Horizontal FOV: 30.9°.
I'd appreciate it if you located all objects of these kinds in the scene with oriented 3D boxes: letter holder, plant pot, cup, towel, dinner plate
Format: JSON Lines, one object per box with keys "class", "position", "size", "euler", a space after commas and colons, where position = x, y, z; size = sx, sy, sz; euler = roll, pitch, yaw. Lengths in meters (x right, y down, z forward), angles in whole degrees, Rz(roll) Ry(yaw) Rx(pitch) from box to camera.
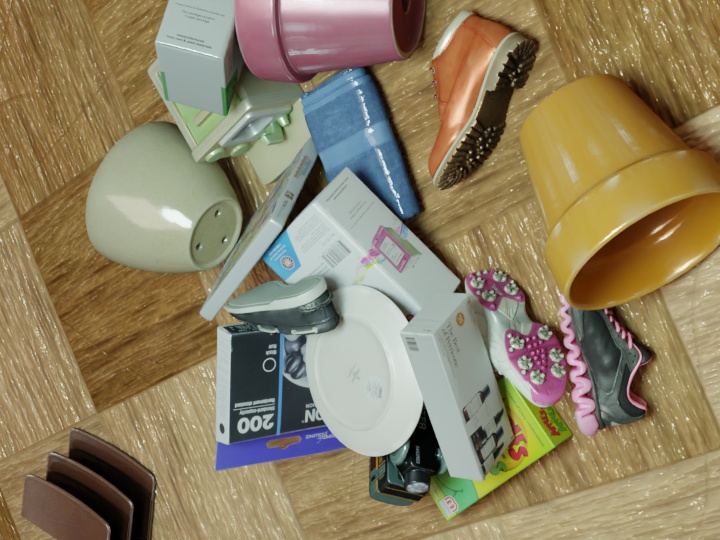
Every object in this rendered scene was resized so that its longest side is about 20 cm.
{"class": "letter holder", "position": [-0.425, 0.350, 2.040], "size": [0.199, 0.100, 0.144], "euler": [23, 114, 32]}
{"class": "plant pot", "position": [-0.026, -0.313, 1.498], "size": [0.177, 0.200, 0.203], "euler": [7, 107, 20]}
{"class": "cup", "position": [-0.239, -0.076, 1.708], "size": [0.142, 0.199, 0.202], "euler": [28, 118, 31]}
{"class": "towel", "position": [0.002, -0.144, 1.602], "size": [0.111, 0.048, 0.202], "euler": [-21, 88, 40]}
{"class": "plant pot", "position": [0.258, -0.091, 1.337], "size": [0.200, 0.199, 0.185], "euler": [-47, 57, 36]}
{"class": "dinner plate", "position": [-0.003, 0.119, 1.520], "size": [0.199, 0.024, 0.203], "euler": [10, 104, 44]}

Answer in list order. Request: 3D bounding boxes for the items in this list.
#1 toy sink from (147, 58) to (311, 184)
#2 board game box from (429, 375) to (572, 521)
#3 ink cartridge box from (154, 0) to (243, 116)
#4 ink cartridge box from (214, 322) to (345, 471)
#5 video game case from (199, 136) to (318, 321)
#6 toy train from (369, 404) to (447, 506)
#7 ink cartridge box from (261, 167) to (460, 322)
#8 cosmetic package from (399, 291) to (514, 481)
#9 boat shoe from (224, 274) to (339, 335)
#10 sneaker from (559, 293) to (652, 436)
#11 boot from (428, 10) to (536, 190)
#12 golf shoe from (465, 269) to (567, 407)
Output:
{"class": "toy sink", "position": [-0.163, -0.216, 1.670], "size": [0.130, 0.112, 0.201], "euler": [-37, 79, 38]}
{"class": "board game box", "position": [0.151, 0.211, 1.580], "size": [0.200, 0.047, 0.102], "euler": [-43, 75, 37]}
{"class": "ink cartridge box", "position": [-0.170, -0.309, 1.535], "size": [0.083, 0.146, 0.202], "euler": [14, 70, 2]}
{"class": "ink cartridge box", "position": [-0.089, 0.158, 1.664], "size": [0.043, 0.196, 0.203], "euler": [32, 123, 55]}
{"class": "video game case", "position": [-0.125, -0.054, 1.642], "size": [0.023, 0.183, 0.200], "euler": [33, 131, -10]}
{"class": "toy train", "position": [0.054, 0.187, 1.583], "size": [0.114, 0.084, 0.202], "euler": [-50, 33, 46]}
{"class": "ink cartridge box", "position": [0.000, 0.000, 1.568], "size": [0.200, 0.085, 0.144], "euler": [46, 139, -4]}
{"class": "cosmetic package", "position": [0.112, 0.131, 1.465], "size": [0.050, 0.083, 0.202], "euler": [1, 123, 37]}
{"class": "boat shoe", "position": [-0.096, 0.051, 1.559], "size": [0.199, 0.075, 0.061], "euler": [-3, 118, 59]}
{"class": "sneaker", "position": [0.273, 0.081, 1.446], "size": [0.094, 0.079, 0.203], "euler": [-8, 98, 17]}
{"class": "boot", "position": [0.114, -0.195, 1.489], "size": [0.107, 0.075, 0.202], "euler": [37, 114, 28]}
{"class": "golf shoe", "position": [0.174, 0.091, 1.495], "size": [0.201, 0.074, 0.092], "euler": [-116, 31, -42]}
